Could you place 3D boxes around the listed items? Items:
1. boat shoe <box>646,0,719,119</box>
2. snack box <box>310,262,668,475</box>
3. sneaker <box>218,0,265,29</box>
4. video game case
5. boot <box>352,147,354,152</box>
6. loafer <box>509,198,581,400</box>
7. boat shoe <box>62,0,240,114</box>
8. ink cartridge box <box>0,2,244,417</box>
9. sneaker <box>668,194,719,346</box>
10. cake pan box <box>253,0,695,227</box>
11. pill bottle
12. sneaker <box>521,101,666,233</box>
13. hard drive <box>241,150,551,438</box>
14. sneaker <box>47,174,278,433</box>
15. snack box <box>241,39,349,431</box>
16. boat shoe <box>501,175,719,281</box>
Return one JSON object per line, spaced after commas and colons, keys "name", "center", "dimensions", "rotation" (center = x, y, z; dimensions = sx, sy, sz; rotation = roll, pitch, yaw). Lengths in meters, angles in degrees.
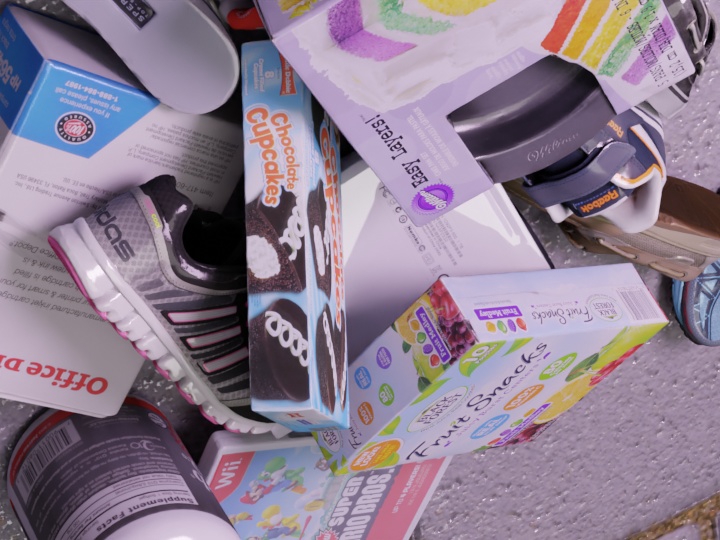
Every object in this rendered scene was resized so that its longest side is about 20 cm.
{"name": "boat shoe", "center": [0.190, -0.141, 1.182], "dimensions": [0.064, 0.071, 0.200], "rotation": [-36, 172, 12]}
{"name": "snack box", "center": [0.079, 0.059, 1.188], "dimensions": [0.200, 0.053, 0.142], "rotation": [-3, 145, -48]}
{"name": "sneaker", "center": [-0.041, -0.150, 1.064], "dimensions": [0.070, 0.094, 0.200], "rotation": [-16, 133, 34]}
{"name": "video game case", "center": [-0.034, 0.157, 1.315], "dimensions": [0.199, 0.017, 0.143], "rotation": [-2, 132, -34]}
{"name": "boot", "center": [-0.024, 0.001, 1.212], "dimensions": [0.153, 0.074, 0.204], "rotation": [-19, 126, -14]}
{"name": "loafer", "center": [0.097, 0.030, 1.301], "dimensions": [0.072, 0.073, 0.201], "rotation": [-25, 128, -7]}
{"name": "boat shoe", "center": [-0.135, -0.174, 1.037], "dimensions": [0.071, 0.070, 0.200], "rotation": [-39, 106, 12]}
{"name": "ink cartridge box", "center": [-0.171, -0.029, 1.100], "dimensions": [0.146, 0.084, 0.200], "rotation": [17, 111, -37]}
{"name": "sneaker", "center": [0.293, -0.024, 1.357], "dimensions": [0.079, 0.096, 0.201], "rotation": [16, 111, -35]}
{"name": "cake pan box", "center": [0.065, -0.126, 1.018], "dimensions": [0.184, 0.052, 0.200], "rotation": [-27, 142, 9]}
{"name": "pill bottle", "center": [-0.135, 0.172, 1.175], "dimensions": [0.115, 0.200, 0.116], "rotation": [-14, 127, -20]}
{"name": "sneaker", "center": [0.125, -0.081, 1.162], "dimensions": [0.078, 0.080, 0.200], "rotation": [-23, 150, 36]}
{"name": "hard drive", "center": [0.000, 0.000, 1.168], "dimensions": [0.200, 0.026, 0.132], "rotation": [-31, 116, 4]}
{"name": "sneaker", "center": [-0.083, 0.018, 1.078], "dimensions": [0.087, 0.074, 0.200], "rotation": [-39, 130, 5]}
{"name": "snack box", "center": [-0.035, -0.016, 1.066], "dimensions": [0.037, 0.201, 0.116], "rotation": [-4, 170, 9]}
{"name": "boat shoe", "center": [0.163, -0.039, 1.292], "dimensions": [0.199, 0.072, 0.065], "rotation": [17, 132, -28]}
